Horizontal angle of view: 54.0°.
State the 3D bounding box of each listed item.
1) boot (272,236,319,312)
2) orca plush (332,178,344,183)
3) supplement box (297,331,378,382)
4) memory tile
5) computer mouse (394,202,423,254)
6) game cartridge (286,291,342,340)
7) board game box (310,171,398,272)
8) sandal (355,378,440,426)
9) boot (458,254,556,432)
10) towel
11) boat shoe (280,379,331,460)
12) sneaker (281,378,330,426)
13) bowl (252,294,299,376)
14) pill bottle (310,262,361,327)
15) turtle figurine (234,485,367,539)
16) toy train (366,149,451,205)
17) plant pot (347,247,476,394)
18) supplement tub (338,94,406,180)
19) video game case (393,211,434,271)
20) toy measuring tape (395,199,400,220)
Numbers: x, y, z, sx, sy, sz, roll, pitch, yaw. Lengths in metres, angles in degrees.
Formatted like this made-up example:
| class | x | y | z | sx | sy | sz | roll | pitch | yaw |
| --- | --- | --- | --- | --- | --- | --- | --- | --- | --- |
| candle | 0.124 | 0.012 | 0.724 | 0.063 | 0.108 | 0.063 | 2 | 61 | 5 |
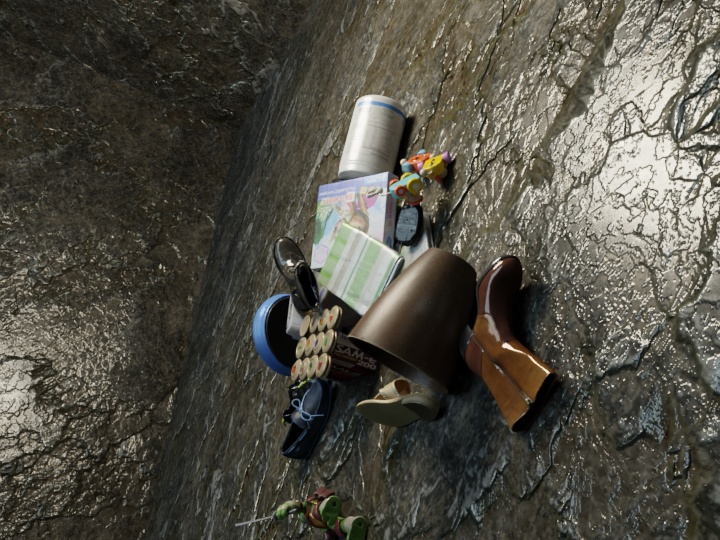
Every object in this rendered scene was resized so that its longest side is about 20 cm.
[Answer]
| class | x | y | z | sx | sy | sz | roll | pitch | yaw |
| --- | --- | --- | --- | --- | --- | --- | --- | --- | --- |
| boot | -0.133 | 0.003 | 1.552 | 0.174 | 0.069 | 0.201 | 134 | 114 | -76 |
| orca plush | -0.032 | -0.129 | 1.731 | 0.071 | 0.105 | 0.201 | -65 | -40 | -69 |
| supplement box | -0.049 | 0.187 | 1.509 | 0.200 | 0.109 | 0.061 | -31 | 43 | 60 |
| memory tile | -0.095 | 0.155 | 1.476 | 0.200 | 0.017 | 0.154 | -24 | 49 | 63 |
| computer mouse | 0.090 | -0.040 | 1.419 | 0.059 | 0.034 | 0.201 | 14 | 89 | 44 |
| game cartridge | -0.104 | 0.100 | 1.675 | 0.200 | 0.133 | 0.042 | -91 | 21 | -54 |
| board game box | -0.014 | -0.102 | 1.550 | 0.199 | 0.041 | 0.200 | -7 | 72 | 37 |
| sandal | 0.077 | 0.225 | 1.251 | 0.211 | 0.078 | 0.070 | -22 | 32 | 55 |
| boot | 0.214 | 0.096 | 1.002 | 0.189 | 0.068 | 0.200 | -64 | 23 | 17 |
| towel | 0.000 | 0.000 | 1.458 | 0.200 | 0.031 | 0.150 | 35 | 102 | 45 |
| boat shoe | -0.123 | 0.342 | 1.599 | 0.084 | 0.068 | 0.201 | 27 | 102 | 54 |
| sneaker | -0.129 | 0.278 | 1.660 | 0.072 | 0.083 | 0.201 | 24 | 94 | 68 |
| bowl | -0.166 | 0.153 | 1.707 | 0.039 | 0.200 | 0.201 | -20 | 52 | 44 |
| pill bottle | -0.055 | 0.036 | 1.640 | 0.114 | 0.113 | 0.200 | -63 | 23 | 18 |
| turtle figurine | -0.091 | 0.492 | 1.317 | 0.194 | 0.200 | 0.144 | -32 | 78 | 52 |
| toy train | 0.110 | -0.185 | 1.449 | 0.150 | 0.056 | 0.200 | -5 | 30 | 47 |
| plant pot | 0.108 | 0.071 | 1.170 | 0.200 | 0.187 | 0.187 | -60 | 19 | -12 |
| supplement tub | 0.030 | -0.304 | 1.696 | 0.132 | 0.132 | 0.201 | -14 | 60 | 65 |
| video game case | 0.089 | 0.008 | 1.441 | 0.200 | 0.022 | 0.183 | -53 | 27 | 38 |
| toy measuring tape | 0.023 | -0.090 | 1.596 | 0.200 | 0.073 | 0.074 | -54 | 26 | 20 |
